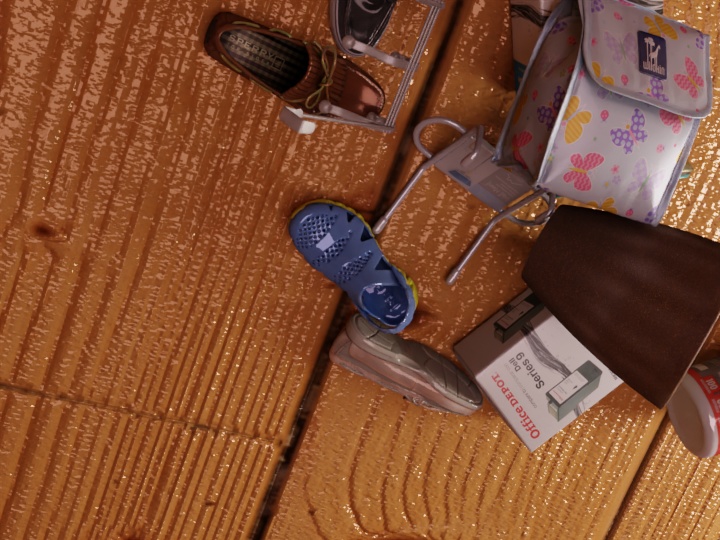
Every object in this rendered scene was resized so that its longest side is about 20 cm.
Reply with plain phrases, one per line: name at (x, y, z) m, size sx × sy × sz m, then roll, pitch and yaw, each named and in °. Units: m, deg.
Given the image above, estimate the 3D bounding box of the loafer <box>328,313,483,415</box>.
loafer at (0.054, 0.122, 1.253) m, size 0.199 × 0.072 × 0.063 m, roll 32°, pitch 117°, yaw -18°

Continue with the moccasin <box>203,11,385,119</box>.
moccasin at (-0.061, -0.204, 1.073) m, size 0.200 × 0.078 × 0.074 m, roll 27°, pitch 99°, yaw -26°

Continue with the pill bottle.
pill bottle at (0.508, 0.159, 1.363) m, size 0.198 × 0.116 × 0.117 m, roll -17°, pitch 115°, yaw -9°

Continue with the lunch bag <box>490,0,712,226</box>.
lunch bag at (0.252, -0.167, 1.062) m, size 0.168 × 0.127 × 0.202 m, roll 15°, pitch 102°, yaw -24°

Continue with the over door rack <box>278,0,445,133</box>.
over door rack at (-0.003, -0.208, 0.995) m, size 0.066 × 0.199 × 0.149 m, roll 29°, pitch 108°, yaw 22°

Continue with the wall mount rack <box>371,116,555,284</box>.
wall mount rack at (0.117, -0.075, 1.183) m, size 0.199 × 0.075 × 0.173 m, roll 34°, pitch 138°, yaw -22°

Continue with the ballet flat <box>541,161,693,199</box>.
ballet flat at (0.294, -0.128, 1.216) m, size 0.198 × 0.071 × 0.072 m, roll -9°, pitch 114°, yaw -12°

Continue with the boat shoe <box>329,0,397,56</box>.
boat shoe at (0.025, -0.311, 1.060) m, size 0.069 × 0.066 × 0.202 m, roll 17°, pitch 106°, yaw -21°

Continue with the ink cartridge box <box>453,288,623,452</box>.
ink cartridge box at (0.235, 0.100, 1.278) m, size 0.199 × 0.084 × 0.146 m, roll -38°, pitch 116°, yaw 1°

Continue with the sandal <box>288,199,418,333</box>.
sandal at (0.000, 0.000, 1.170) m, size 0.079 × 0.087 × 0.200 m, roll -43°, pitch 114°, yaw 13°

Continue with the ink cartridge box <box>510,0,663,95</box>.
ink cartridge box at (0.240, -0.285, 1.122) m, size 0.144 × 0.084 × 0.202 m, roll -12°, pitch 116°, yaw -10°

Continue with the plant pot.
plant pot at (0.281, 0.017, 1.134) m, size 0.199 × 0.187 × 0.188 m, roll 30°, pitch 105°, yaw 15°
